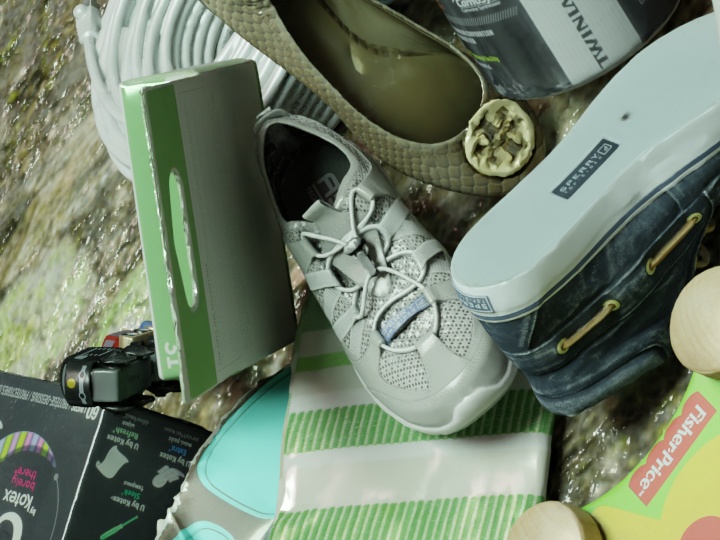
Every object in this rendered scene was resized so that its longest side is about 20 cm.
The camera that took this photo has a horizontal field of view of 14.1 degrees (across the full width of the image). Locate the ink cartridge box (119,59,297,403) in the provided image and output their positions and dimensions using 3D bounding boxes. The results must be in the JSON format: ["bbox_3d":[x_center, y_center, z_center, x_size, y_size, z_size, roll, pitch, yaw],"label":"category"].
[{"bbox_3d":[-0.083,-0.020,1.371,0.048,0.200,0.146,-7,96,15],"label":"ink cartridge box"}]

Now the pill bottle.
[{"bbox_3d":[0.057,-0.184,1.325,0.106,0.200,0.106,-28,25,15],"label":"pill bottle"}]

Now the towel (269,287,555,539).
[{"bbox_3d":[0.025,0.090,1.361,0.152,0.023,0.200,-7,63,32],"label":"towel"}]

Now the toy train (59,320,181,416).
[{"bbox_3d":[-0.109,0.046,1.468,0.046,0.200,0.034,1,95,13],"label":"toy train"}]

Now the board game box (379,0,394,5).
[{"bbox_3d":[-0.044,-0.218,1.413,0.103,0.200,0.105,-28,48,6],"label":"board game box"}]

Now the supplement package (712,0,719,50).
[{"bbox_3d":[0.223,-0.061,1.133,0.117,0.117,0.200,-33,47,38],"label":"supplement package"}]

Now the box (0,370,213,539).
[{"bbox_3d":[-0.151,0.165,1.500,0.122,0.106,0.200,6,77,53],"label":"box"}]

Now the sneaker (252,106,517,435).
[{"bbox_3d":[0.000,0.000,1.352,0.075,0.082,0.200,-44,48,5],"label":"sneaker"}]

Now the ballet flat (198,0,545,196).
[{"bbox_3d":[0.005,-0.102,1.374,0.067,0.200,0.046,-56,8,-14],"label":"ballet flat"}]

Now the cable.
[{"bbox_3d":[-0.070,-0.131,1.589,0.200,0.069,0.200,-34,47,35],"label":"cable"}]

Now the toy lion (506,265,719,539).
[{"bbox_3d":[0.158,0.127,1.172,0.200,0.069,0.192,-56,44,14],"label":"toy lion"}]

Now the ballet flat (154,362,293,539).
[{"bbox_3d":[-0.063,0.128,1.434,0.200,0.072,0.072,-52,34,-11],"label":"ballet flat"}]

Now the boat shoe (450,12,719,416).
[{"bbox_3d":[0.131,-0.029,1.283,0.200,0.091,0.071,-42,35,-10],"label":"boat shoe"}]
